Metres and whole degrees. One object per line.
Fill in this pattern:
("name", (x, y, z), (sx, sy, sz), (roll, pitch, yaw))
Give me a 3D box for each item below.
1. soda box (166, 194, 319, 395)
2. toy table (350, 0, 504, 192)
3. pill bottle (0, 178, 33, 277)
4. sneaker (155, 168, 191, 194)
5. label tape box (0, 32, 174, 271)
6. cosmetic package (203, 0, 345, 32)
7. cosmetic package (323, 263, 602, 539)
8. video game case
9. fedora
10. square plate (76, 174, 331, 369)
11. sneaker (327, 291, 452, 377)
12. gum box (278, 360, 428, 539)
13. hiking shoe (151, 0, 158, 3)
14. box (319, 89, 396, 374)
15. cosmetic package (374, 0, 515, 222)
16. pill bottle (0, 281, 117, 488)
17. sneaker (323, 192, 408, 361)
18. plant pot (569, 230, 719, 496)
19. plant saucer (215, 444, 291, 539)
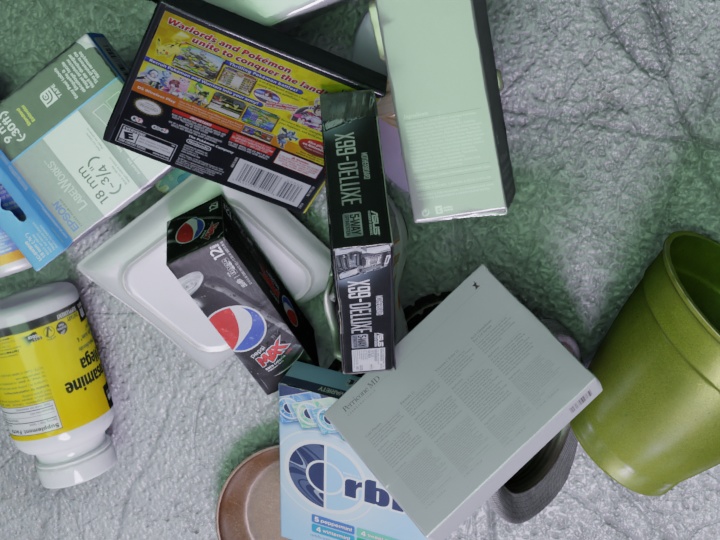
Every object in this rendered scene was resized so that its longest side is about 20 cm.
("soda box", (-0.112, 0.028, 1.164), (0.063, 0.071, 0.200), (-24, 128, 11))
("toy table", (0.049, -0.158, 1.123), (0.183, 0.117, 0.201), (-23, 98, 16))
("pill bottle", (-0.384, -0.097, 1.231), (0.111, 0.112, 0.201), (-15, 101, 15))
("sneaker", (-0.197, -0.094, 1.211), (0.199, 0.080, 0.131), (13, 106, 9))
("label tape box", (-0.283, -0.106, 1.138), (0.200, 0.063, 0.144), (-37, 98, 7))
("cosmetic package", (-0.033, -0.295, 1.058), (0.199, 0.199, 0.123), (-22, 99, 16))
("cosmetic package", (0.089, 0.116, 1.064), (0.200, 0.052, 0.151), (-43, 64, 0))
("video game case", (-0.103, -0.139, 1.041), (0.199, 0.026, 0.181), (20, 141, -16))
("fedora", (0.142, 0.136, 1.177), (0.090, 0.177, 0.201), (18, 125, 38))
("square plate", (-0.145, 0.003, 1.203), (0.200, 0.029, 0.198), (-35, 126, 17))
("sneaker", (0.060, 0.093, 1.226), (0.199, 0.077, 0.089), (-30, 128, 16))
("gum box", (0.004, 0.200, 1.187), (0.169, 0.045, 0.201), (13, 124, 18))
("hiking shoe", (-0.171, -0.282, 1.166), (0.100, 0.076, 0.201), (-32, 87, 26))
("box", (-0.002, -0.028, 1.025), (0.049, 0.158, 0.200), (-5, 146, -1))
("cosmetic package", (0.073, -0.149, 1.005), (0.090, 0.107, 0.201), (-5, 104, 13))
("pill bottle", (-0.328, 0.122, 1.277), (0.112, 0.112, 0.201), (-12, 103, 14))
("sneaker", (0.000, 0.000, 1.160), (0.075, 0.092, 0.201), (-13, 76, 24))
("plant pot", (0.297, 0.102, 1.113), (0.200, 0.200, 0.193), (38, 119, 0))
("plant saucer", (-0.057, 0.274, 1.301), (0.199, 0.037, 0.202), (3, 106, 11))
